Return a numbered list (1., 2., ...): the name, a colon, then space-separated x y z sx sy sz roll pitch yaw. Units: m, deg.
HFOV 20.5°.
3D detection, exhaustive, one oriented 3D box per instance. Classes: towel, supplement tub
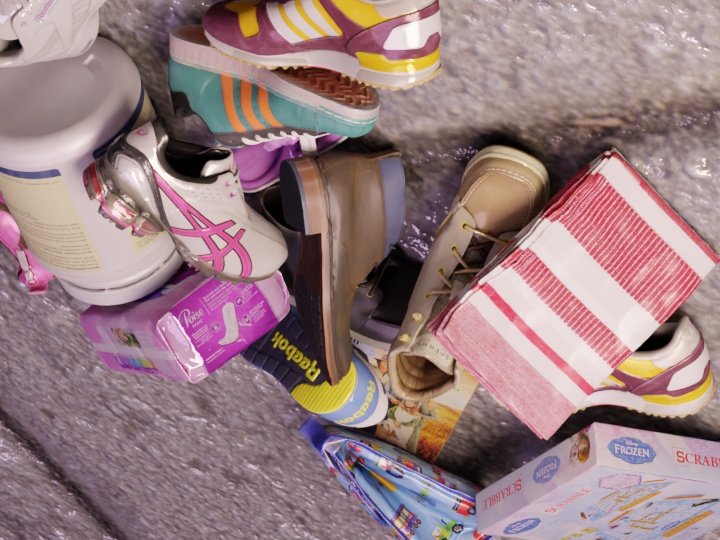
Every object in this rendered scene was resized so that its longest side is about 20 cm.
1. towel: 0.167 0.020 1.533 0.144 0.200 0.023 43 -175 -25
2. supplement tub: -0.228 -0.081 1.661 0.145 0.145 0.200 8 142 23

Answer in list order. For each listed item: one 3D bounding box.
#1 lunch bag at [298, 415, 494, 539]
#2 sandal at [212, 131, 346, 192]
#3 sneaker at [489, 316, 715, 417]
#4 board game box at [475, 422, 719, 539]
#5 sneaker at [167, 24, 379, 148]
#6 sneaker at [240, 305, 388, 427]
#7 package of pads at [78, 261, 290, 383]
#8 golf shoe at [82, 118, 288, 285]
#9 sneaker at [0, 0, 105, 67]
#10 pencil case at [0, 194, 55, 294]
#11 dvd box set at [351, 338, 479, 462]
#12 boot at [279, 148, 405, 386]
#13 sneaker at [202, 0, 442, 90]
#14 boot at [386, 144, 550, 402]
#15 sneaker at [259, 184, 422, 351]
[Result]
1. lunch bag: 0.029 0.200 1.878 0.200 0.094 0.151 37 178 -3
2. sandal: -0.060 -0.107 1.604 0.082 0.050 0.203 32 143 -12
3. sneaker: 0.191 0.067 1.652 0.199 0.075 0.090 -2 130 24
4. board game box: 0.236 0.197 1.755 0.199 0.041 0.200 11 152 -26
5. sneaker: -0.067 -0.127 1.526 0.200 0.071 0.080 23 120 34
6. sneaker: -0.046 0.076 1.757 0.082 0.074 0.200 30 -168 -43
7. package of pads: -0.155 0.036 1.741 0.076 0.120 0.200 58 157 -15
8. golf shoe: -0.120 -0.052 1.581 0.092 0.073 0.200 -39 137 23
9. sneaker: -0.234 -0.218 1.516 0.075 0.099 0.200 54 144 17
10. pencil case: -0.325 -0.074 1.777 0.091 0.094 0.200 -8 133 39
11. dvd box set: 0.032 0.093 1.825 0.146 0.029 0.200 25 146 1
12. boot: -0.003 -0.005 1.614 0.075 0.097 0.201 -136 35 -58
13. sneaker: -0.029 -0.195 1.465 0.200 0.075 0.090 12 121 26
14. boot: 0.082 0.006 1.569 0.072 0.155 0.200 25 147 0
15. sneaker: 0.000 0.000 1.683 0.200 0.075 0.106 18 147 13
